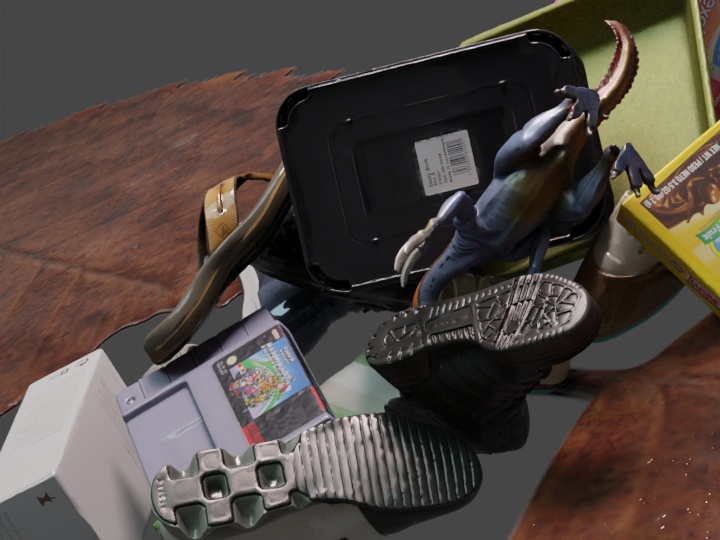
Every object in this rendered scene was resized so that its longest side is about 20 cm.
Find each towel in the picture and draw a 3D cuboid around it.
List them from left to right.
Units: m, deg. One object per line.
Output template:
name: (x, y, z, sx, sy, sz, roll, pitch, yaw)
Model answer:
towel: (-0.036, 0.129, 1.552, 0.200, 0.031, 0.149, -39, 17, -13)

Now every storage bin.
storage bin: (0.057, -0.069, 1.528, 0.198, 0.136, 0.094, -13, -2, 11)

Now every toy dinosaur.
toy dinosaur: (0.103, -0.029, 1.448, 0.181, 0.105, 0.200, -41, 7, 42)

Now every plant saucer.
plant saucer: (0.168, -0.097, 1.636, 0.199, 0.048, 0.202, -20, 61, 31)

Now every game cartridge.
game cartridge: (-0.085, 0.105, 1.535, 0.129, 0.038, 0.200, -35, 32, 1)

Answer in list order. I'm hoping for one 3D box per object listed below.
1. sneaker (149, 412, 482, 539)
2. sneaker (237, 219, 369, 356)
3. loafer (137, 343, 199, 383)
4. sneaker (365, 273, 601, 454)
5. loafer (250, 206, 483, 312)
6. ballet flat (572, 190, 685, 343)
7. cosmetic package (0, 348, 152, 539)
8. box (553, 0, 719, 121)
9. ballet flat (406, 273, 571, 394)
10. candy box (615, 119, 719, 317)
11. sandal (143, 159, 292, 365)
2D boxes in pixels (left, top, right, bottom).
sneaker: (-0.023, 0.144, 1.417, 0.198, 0.089, 0.074, -7, 47, 2)
sneaker: (-0.026, -0.017, 1.796, 0.146, 0.077, 0.203, -40, 26, 11)
loafer: (-0.112, 0.086, 1.695, 0.070, 0.070, 0.200, -49, 20, -9)
sneaker: (0.081, 0.064, 1.401, 0.199, 0.104, 0.060, -11, 41, 40)
loafer: (0.000, 0.000, 1.661, 0.199, 0.071, 0.068, 9, 49, 36)
ballet flat: (0.205, -0.034, 1.485, 0.199, 0.073, 0.068, -32, 46, -6)
cosmetic package: (-0.200, 0.148, 1.640, 0.074, 0.102, 0.200, -27, 17, 15)
box: (0.227, -0.184, 1.776, 0.103, 0.094, 0.200, -53, 21, -4)
ballet flat: (0.078, 0.033, 1.534, 0.069, 0.070, 0.200, -38, 22, -18)
candy box: (0.263, -0.061, 1.445, 0.200, 0.102, 0.026, -39, -17, -20)
sandal: (-0.097, -0.024, 1.630, 0.201, 0.054, 0.082, -53, -3, -13)
